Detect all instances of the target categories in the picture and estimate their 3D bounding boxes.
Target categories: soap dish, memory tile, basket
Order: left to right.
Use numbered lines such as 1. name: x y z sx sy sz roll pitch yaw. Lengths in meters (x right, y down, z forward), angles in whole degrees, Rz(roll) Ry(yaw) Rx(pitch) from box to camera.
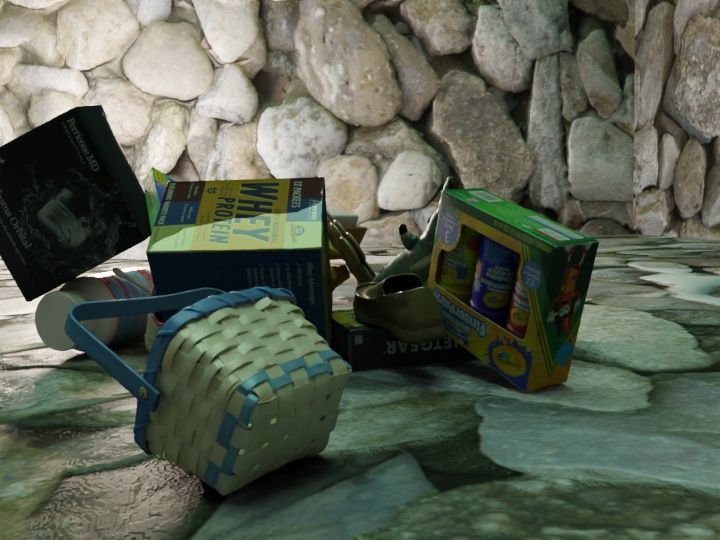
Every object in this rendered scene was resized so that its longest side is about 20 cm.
1. basket: -0.122 0.078 0.620 0.199 0.142 0.174 39 27 29
2. soap dish: -0.107 -0.066 1.309 0.154 0.084 0.198 -4 11 -37
3. memory tile: 0.000 0.000 1.192 0.017 0.202 0.153 -34 36 -7

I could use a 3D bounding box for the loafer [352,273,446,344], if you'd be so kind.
1. loafer: 0.048 0.036 0.939 0.074 0.070 0.199 -5 11 -25

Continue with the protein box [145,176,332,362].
1. protein box: -0.136 0.009 0.929 0.194 0.202 0.137 -2 41 0

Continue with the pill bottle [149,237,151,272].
1. pill bottle: -0.328 -0.015 1.379 0.109 0.207 0.112 -2 5 0

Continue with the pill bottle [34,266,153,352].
1. pill bottle: -0.387 0.059 1.132 0.106 0.112 0.200 0 6 17

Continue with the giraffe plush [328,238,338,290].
1. giraffe plush: -0.101 -0.021 1.083 0.168 0.206 0.162 10 -18 -11

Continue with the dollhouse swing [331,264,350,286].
1. dollhouse swing: -0.146 -0.005 1.288 0.197 0.184 0.177 -7 -35 -45

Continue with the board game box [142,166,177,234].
1. board game box: -0.242 -0.068 1.083 0.133 0.029 0.201 33 14 -32

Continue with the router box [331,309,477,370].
1. router box: 0.058 0.086 1.036 0.194 0.054 0.157 -3 7 -16

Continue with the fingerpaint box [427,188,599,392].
1. fingerpaint box: 0.164 0.015 0.879 0.072 0.171 0.199 -6 25 -31

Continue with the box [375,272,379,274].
1. box: 0.128 0.044 1.311 0.194 0.045 0.160 8 4 -13

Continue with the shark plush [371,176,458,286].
1. shark plush: 0.078 -0.028 0.989 0.082 0.202 0.091 29 47 7

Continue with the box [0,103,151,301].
1. box: -0.417 -0.098 1.063 0.196 0.200 0.118 -26 13 2

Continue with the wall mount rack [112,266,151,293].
1. wall mount rack: -0.282 -0.014 1.180 0.168 0.076 0.204 7 50 -2

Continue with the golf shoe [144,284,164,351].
1. golf shoe: -0.254 0.018 1.067 0.073 0.205 0.092 8 -31 -4
